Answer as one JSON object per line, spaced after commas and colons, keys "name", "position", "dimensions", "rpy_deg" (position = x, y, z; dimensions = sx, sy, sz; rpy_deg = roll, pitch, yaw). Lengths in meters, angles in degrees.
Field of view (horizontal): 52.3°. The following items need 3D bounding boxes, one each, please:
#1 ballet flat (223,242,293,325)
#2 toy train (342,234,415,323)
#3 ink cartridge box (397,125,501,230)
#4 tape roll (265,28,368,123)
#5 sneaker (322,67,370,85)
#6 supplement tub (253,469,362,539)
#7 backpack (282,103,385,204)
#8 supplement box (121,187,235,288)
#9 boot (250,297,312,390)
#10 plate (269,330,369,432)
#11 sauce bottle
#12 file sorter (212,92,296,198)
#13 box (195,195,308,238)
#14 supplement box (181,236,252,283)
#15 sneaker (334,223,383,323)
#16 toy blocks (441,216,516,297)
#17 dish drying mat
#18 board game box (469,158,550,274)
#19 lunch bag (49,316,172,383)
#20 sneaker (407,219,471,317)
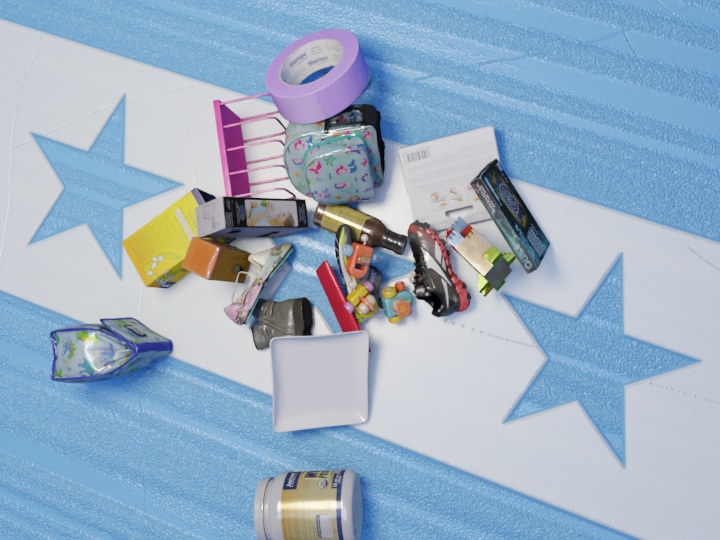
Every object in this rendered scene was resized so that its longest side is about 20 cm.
{"name": "ballet flat", "position": [-0.213, 0.013, 1.498], "dimensions": [0.070, 0.069, 0.203], "rpy_deg": [33, 76, -9]}
{"name": "toy train", "position": [0.044, 0.027, 1.427], "dimensions": [0.196, 0.055, 0.154], "rpy_deg": [19, 95, -30]}
{"name": "ink cartridge box", "position": [0.188, -0.181, 1.475], "dimensions": [0.194, 0.044, 0.179], "rpy_deg": [-12, 99, 8]}
{"name": "tape roll", "position": [-0.084, -0.378, 1.418], "dimensions": [0.195, 0.066, 0.204], "rpy_deg": [-13, 48, 14]}
{"name": "sneaker", "position": [-0.075, -0.373, 1.504], "dimensions": [0.198, 0.090, 0.079], "rpy_deg": [-35, 82, 7]}
{"name": "supplement tub", "position": [-0.100, 0.470, 1.440], "dimensions": [0.194, 0.144, 0.149], "rpy_deg": [-4, 86, 9]}
{"name": "backpack", "position": [-0.055, -0.224, 1.442], "dimensions": [0.194, 0.180, 0.154], "rpy_deg": [-1, 51, 9]}
{"name": "supplement box", "position": [-0.375, -0.064, 1.532], "dimensions": [0.198, 0.109, 0.111], "rpy_deg": [-34, 82, 7]}
{"name": "boot", "position": [-0.160, 0.155, 1.517], "dimensions": [0.127, 0.067, 0.207], "rpy_deg": [-6, 86, 22]}
{"name": "plate", "position": [-0.081, 0.214, 1.448], "dimensions": [0.193, 0.032, 0.206], "rpy_deg": [-4, 109, -12]}
{"name": "sauce bottle", "position": [0.001, -0.086, 1.492], "dimensions": [0.196, 0.065, 0.066], "rpy_deg": [24, 91, 8]}
{"name": "file sorter", "position": [-0.209, -0.241, 1.497], "dimensions": [0.122, 0.139, 0.206], "rpy_deg": [-9, 86, 8]}
{"name": "box", "position": [-0.213, -0.103, 1.449], "dimensions": [0.115, 0.196, 0.062], "rpy_deg": [-12, 83, 49]}
{"name": "supplement box", "position": [-0.281, -0.019, 1.467], "dimensions": [0.067, 0.200, 0.068], "rpy_deg": [22, 91, 13]}
{"name": "sneaker", "position": [0.000, 0.000, 1.474], "dimensions": [0.079, 0.074, 0.205], "rpy_deg": [-18, 109, -5]}
{"name": "toy blocks", "position": [0.216, -0.040, 1.397], "dimensions": [0.100, 0.200, 0.137], "rpy_deg": [-47, 70, 5]}
{"name": "dish drying mat", "position": [-0.036, 0.080, 1.488], "dimensions": [0.018, 0.077, 0.204], "rpy_deg": [-22, 82, -22]}
{"name": "board game box", "position": [0.286, -0.105, 1.388], "dimensions": [0.028, 0.135, 0.202], "rpy_deg": [-30, 96, 32]}
{"name": "lunch bag", "position": [-0.510, 0.163, 1.514], "dimensions": [0.194, 0.170, 0.132], "rpy_deg": [-3, 87, 10]}
{"name": "sneaker", "position": [0.136, 0.002, 1.439], "dimensions": [0.096, 0.071, 0.204], "rpy_deg": [-27, 90, -25]}
